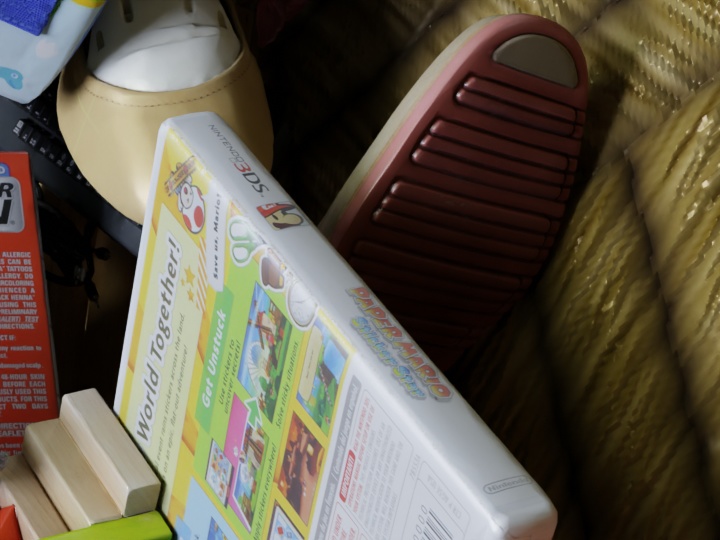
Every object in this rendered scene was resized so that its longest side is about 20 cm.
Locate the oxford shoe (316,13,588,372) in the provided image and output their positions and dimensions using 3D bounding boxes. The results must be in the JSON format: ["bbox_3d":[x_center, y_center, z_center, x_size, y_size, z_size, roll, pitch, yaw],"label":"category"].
[{"bbox_3d":[0.000,0.000,0.808,0.200,0.070,0.075,-59,34,17],"label":"oxford shoe"}]

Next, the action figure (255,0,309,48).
[{"bbox_3d":[0.012,-0.153,0.857,0.200,0.148,0.134,114,155,-44],"label":"action figure"}]

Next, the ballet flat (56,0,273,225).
[{"bbox_3d":[-0.073,-0.086,0.866,0.200,0.068,0.063,-111,13,-54],"label":"ballet flat"}]

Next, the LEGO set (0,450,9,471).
[{"bbox_3d":[-0.169,0.083,0.794,0.154,0.115,0.201,111,163,-56],"label":"LEGO set"}]

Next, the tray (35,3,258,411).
[{"bbox_3d":[-0.086,0.007,0.955,0.098,0.037,0.201,-18,61,49],"label":"tray"}]

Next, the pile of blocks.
[{"bbox_3d":[-0.074,0.135,0.768,0.082,0.062,0.201,-49,59,54],"label":"pile of blocks"}]

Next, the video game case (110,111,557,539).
[{"bbox_3d":[-0.021,0.086,0.745,0.182,0.023,0.201,49,139,40],"label":"video game case"}]

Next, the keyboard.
[{"bbox_3d":[-0.098,-0.044,0.930,0.200,0.040,0.104,33,101,56],"label":"keyboard"}]

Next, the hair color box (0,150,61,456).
[{"bbox_3d":[-0.144,0.072,0.894,0.111,0.064,0.201,132,134,-57],"label":"hair color box"}]

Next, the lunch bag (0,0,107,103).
[{"bbox_3d":[-0.091,-0.163,0.819,0.200,0.082,0.161,-53,29,32],"label":"lunch bag"}]
